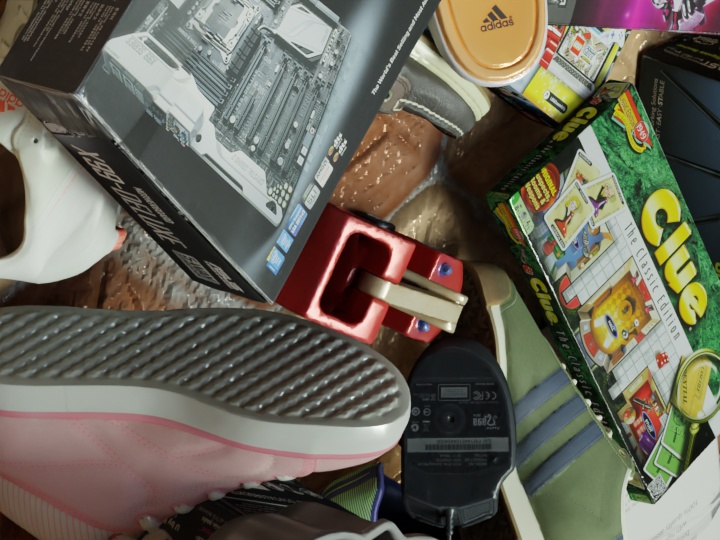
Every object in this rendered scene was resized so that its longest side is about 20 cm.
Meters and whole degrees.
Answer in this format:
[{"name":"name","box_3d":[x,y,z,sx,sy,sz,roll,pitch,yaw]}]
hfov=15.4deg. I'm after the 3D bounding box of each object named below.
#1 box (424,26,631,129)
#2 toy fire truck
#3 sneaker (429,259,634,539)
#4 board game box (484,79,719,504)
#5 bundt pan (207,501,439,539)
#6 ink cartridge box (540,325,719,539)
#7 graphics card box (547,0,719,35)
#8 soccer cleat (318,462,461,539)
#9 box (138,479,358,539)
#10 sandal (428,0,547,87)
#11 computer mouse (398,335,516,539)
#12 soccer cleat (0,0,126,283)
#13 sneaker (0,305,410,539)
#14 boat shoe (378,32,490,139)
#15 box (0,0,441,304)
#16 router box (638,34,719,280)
[{"name":"box","box_3d":[0.077,-0.167,1.315,0.200,0.038,0.137,32,83,-51]},{"name":"toy fire truck","box_3d":[0.000,0.000,1.230,0.200,0.141,0.049,21,93,-51]},{"name":"sneaker","box_3d":[0.094,0.092,1.349,0.089,0.201,0.067,7,149,-28]},{"name":"board game box","box_3d":[0.141,0.013,1.390,0.105,0.023,0.201,-44,121,-30]},{"name":"bundt pan","box_3d":[-0.040,0.190,1.165,0.201,0.076,0.203,-20,122,-36]},{"name":"ink cartridge box","box_3d":[0.128,0.135,1.489,0.146,0.083,0.201,-35,131,-33]},{"name":"graphics card box","box_3d":[0.141,-0.182,1.310,0.199,0.051,0.126,-1,109,-48]},{"name":"soccer cleat","box_3d":[0.058,0.166,1.376,0.200,0.065,0.084,33,119,-23]},{"name":"box","box_3d":[-0.078,0.198,1.269,0.122,0.106,0.201,16,97,-49]},{"name":"sandal","box_3d":[0.053,-0.187,1.196,0.079,0.059,0.208,-16,94,-18]},{"name":"computer mouse","box_3d":[0.046,0.132,1.293,0.034,0.058,0.201,46,47,-77]},{"name":"soccer cleat","box_3d":[-0.127,-0.086,1.105,0.077,0.069,0.201,-11,119,-41]},{"name":"sneaker","box_3d":[-0.078,0.076,1.167,0.076,0.199,0.105,-80,173,-53]},{"name":"boat shoe","box_3d":[-0.016,-0.103,1.225,0.200,0.073,0.065,31,93,-45]},{"name":"box","box_3d":[-0.044,-0.113,1.090,0.201,0.050,0.158,-61,140,-18]},{"name":"router box","box_3d":[0.223,-0.016,1.467,0.062,0.149,0.201,-21,123,-41]}]
